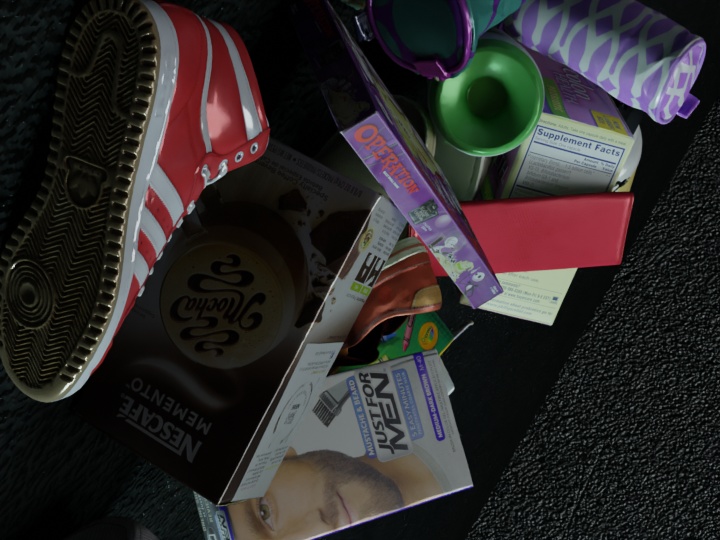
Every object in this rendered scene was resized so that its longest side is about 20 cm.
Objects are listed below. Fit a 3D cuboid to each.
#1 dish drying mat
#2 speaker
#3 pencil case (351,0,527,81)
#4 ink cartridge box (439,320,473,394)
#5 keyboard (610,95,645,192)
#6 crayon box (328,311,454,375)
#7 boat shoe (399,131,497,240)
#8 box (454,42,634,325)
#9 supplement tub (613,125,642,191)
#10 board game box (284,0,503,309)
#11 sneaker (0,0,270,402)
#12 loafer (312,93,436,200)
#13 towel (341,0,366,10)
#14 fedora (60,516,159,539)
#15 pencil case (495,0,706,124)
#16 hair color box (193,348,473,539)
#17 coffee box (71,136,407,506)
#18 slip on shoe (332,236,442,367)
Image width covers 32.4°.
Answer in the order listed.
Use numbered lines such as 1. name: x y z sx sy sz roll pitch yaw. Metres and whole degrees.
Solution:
1. dish drying mat: 0.136 -0.031 1.074 0.018 0.198 0.077 -110 -161 -54
2. speaker: 0.092 -0.139 0.941 0.200 0.088 0.089 -78 -169 -76
3. pencil case: 0.081 -0.199 0.825 0.200 0.085 0.093 -44 139 -44
4. ink cartridge box: 0.029 0.139 1.182 0.200 0.043 0.196 -41 177 -11
5. keyboard: 0.213 -0.101 1.204 0.039 0.104 0.201 -4 136 -27
6. crayon box: -0.017 0.109 1.053 0.119 0.058 0.200 -38 -177 43
7. boat shoe: 0.088 -0.106 1.094 0.060 0.072 0.203 -3 116 -66
8. box: 0.157 -0.085 1.167 0.176 0.096 0.201 -95 -158 -59
9. supplement tub: 0.235 -0.118 1.394 0.146 0.145 0.201 -54 161 -26
10. board game box: 0.024 -0.071 0.771 0.032 0.121 0.200 -27 141 12
11. sneaker: -0.109 -0.034 0.612 0.112 0.071 0.201 -16 130 -63
12. loafer: -0.010 -0.052 0.877 0.201 0.075 0.068 -55 168 -21
13. towel: 0.027 -0.235 0.795 0.148 0.022 0.200 -66 163 9
14. fedora: -0.165 0.222 0.759 0.200 0.176 0.091 -48 130 -31
15. pencil case: 0.199 -0.202 1.069 0.084 0.200 0.086 -47 154 -13
16. hair color box: -0.024 0.134 0.908 0.199 0.110 0.065 -13 173 -28
17. coffee box: -0.070 0.025 0.750 0.201 0.112 0.080 -63 163 1
18. slip on shoe: -0.017 0.049 0.941 0.200 0.061 0.074 -37 167 32
